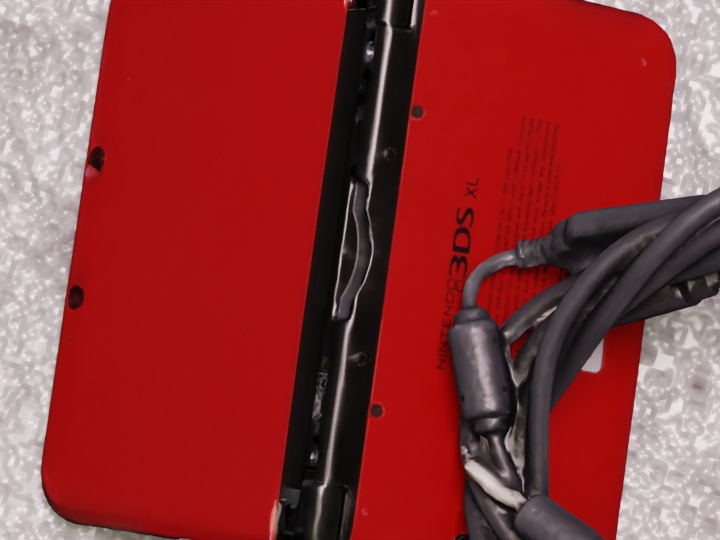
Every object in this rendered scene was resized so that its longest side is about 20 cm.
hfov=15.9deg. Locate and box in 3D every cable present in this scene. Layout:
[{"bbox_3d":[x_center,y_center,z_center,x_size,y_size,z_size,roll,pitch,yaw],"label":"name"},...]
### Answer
[{"bbox_3d":[0.115,0.054,0.779,0.200,0.051,0.164,-5,73,29],"label":"cable"}]

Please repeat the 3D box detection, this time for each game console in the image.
[{"bbox_3d":[0.000,0.000,0.890,0.172,0.119,0.200,10,85,-26],"label":"game console"}]
